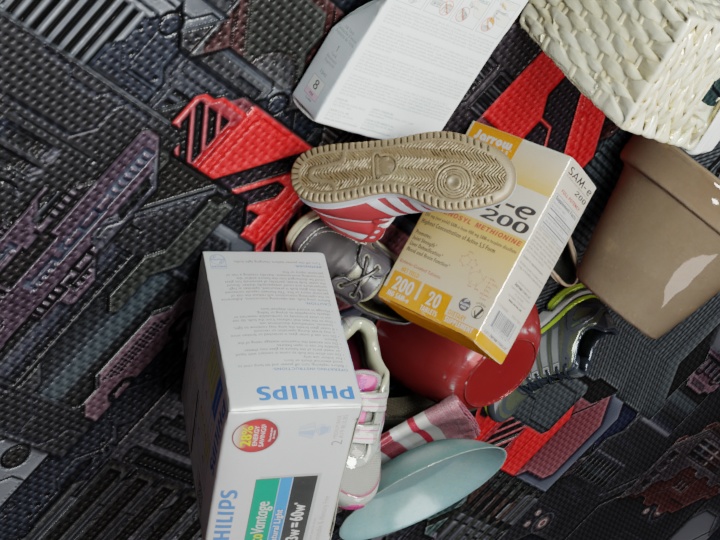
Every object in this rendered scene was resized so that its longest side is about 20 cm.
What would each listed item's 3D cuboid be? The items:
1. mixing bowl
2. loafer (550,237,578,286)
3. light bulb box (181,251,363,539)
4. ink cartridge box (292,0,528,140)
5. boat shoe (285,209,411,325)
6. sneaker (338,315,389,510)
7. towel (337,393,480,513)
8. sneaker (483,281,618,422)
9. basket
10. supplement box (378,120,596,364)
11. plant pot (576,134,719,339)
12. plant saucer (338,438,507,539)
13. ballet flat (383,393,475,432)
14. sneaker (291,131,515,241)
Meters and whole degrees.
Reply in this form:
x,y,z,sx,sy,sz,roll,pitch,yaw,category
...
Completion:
x,y,z,sx,sy,sz,roll,pitch,yaw,category
0.122,0.075,1.741,0.199,0.109,0.201,-25,142,-22,mixing bowl
0.194,-0.050,1.710,0.072,0.063,0.200,-38,145,-2,loafer
-0.088,0.121,1.487,0.123,0.201,0.200,0,133,-15,light bulb box
0.051,-0.207,1.421,0.162,0.057,0.201,10,117,-48,ink cartridge box
0.000,0.000,1.579,0.072,0.065,0.200,-43,145,7,boat shoe
-0.014,0.134,1.593,0.081,0.202,0.088,-1,165,-23,sneaker
0.030,0.199,1.708,0.199,0.023,0.144,-30,159,4,towel
0.221,0.107,1.890,0.201,0.081,0.074,-52,143,15,sneaker
0.258,-0.219,1.474,0.123,0.200,0.136,6,125,-41,basket
0.123,-0.029,1.560,0.201,0.125,0.073,-62,144,-7,supplement box
0.324,-0.029,1.726,0.175,0.200,0.200,-51,144,7,plant pot
0.060,0.224,1.717,0.199,0.039,0.201,-22,158,-9,plant saucer
0.054,0.150,1.820,0.198,0.047,0.067,-9,166,-30,ballet flat
0.045,-0.073,1.458,0.198,0.072,0.113,1,165,10,sneaker
